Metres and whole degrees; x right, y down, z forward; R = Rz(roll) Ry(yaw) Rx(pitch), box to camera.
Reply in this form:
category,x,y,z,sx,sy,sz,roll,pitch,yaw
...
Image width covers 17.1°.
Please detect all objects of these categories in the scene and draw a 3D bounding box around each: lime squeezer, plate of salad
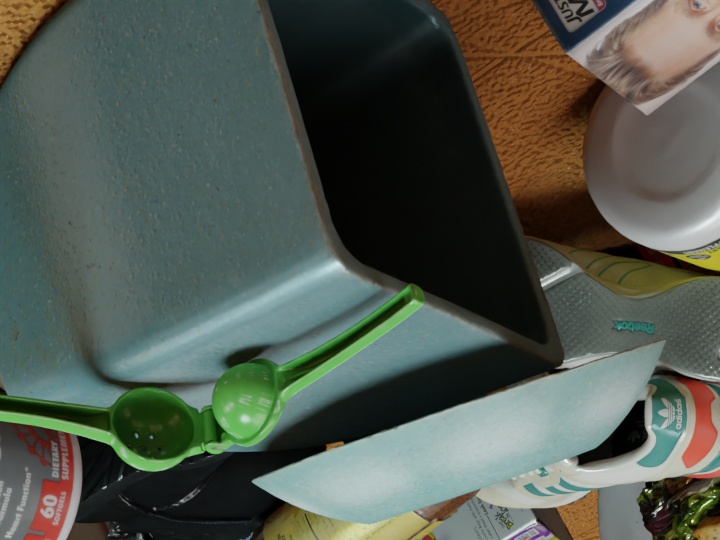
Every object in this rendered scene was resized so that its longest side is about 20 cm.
category,x,y,z,sx,sy,sz,roll,pitch,yaw
lime squeezer,-0.066,0.046,0.960,0.200,0.038,0.071,-12,127,8
plate of salad,0.196,0.111,1.381,0.048,0.200,0.200,17,130,-31

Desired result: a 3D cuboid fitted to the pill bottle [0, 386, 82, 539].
category,x,y,z,sx,sy,sz,roll,pitch,yaw
pill bottle,-0.239,0.093,1.160,0.116,0.116,0.200,-40,149,21

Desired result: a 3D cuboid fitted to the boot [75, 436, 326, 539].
category,x,y,z,sx,sy,sz,roll,pitch,yaw
boot,-0.078,0.099,1.336,0.198,0.073,0.162,-30,153,27

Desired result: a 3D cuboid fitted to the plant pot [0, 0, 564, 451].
category,x,y,z,sx,sy,sz,roll,pitch,yaw
plant pot,-0.061,-0.019,1.069,0.200,0.196,0.196,-29,152,23

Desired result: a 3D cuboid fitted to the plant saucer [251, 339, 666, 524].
category,x,y,z,sx,sy,sz,roll,pitch,yaw
plant saucer,0.050,0.081,1.096,0.201,0.039,0.201,-18,175,-2

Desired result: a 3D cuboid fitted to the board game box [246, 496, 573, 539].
category,x,y,z,sx,sy,sz,roll,pitch,yaw
board game box,0.022,0.183,1.534,0.200,0.105,0.103,-32,151,8

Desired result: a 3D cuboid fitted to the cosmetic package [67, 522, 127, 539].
category,x,y,z,sx,sy,sz,roll,pitch,yaw
cosmetic package,-0.203,0.199,1.375,0.200,0.103,0.087,0,141,-42

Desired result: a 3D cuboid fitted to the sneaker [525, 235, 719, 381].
category,x,y,z,sx,sy,sz,roll,pitch,yaw
sneaker,0.142,0.025,1.346,0.080,0.200,0.071,-1,102,-75

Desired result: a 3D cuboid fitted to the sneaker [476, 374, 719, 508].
category,x,y,z,sx,sy,sz,roll,pitch,yaw
sneaker,0.119,0.092,1.361,0.200,0.070,0.093,-13,161,43

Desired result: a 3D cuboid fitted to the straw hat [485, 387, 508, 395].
category,x,y,z,sx,sy,sz,roll,pitch,yaw
straw hat,0.000,0.000,1.237,0.201,0.201,0.085,16,91,-51

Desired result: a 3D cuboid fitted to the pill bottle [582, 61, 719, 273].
category,x,y,z,sx,sy,sz,roll,pitch,yaw
pill bottle,0.219,-0.050,1.321,0.112,0.113,0.200,-42,148,24

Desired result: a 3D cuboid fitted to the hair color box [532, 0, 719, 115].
category,x,y,z,sx,sy,sz,roll,pitch,yaw
hair color box,0.185,-0.169,1.161,0.200,0.061,0.100,-37,149,17

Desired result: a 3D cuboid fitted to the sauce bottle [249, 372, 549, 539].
category,x,y,z,sx,sy,sz,roll,pitch,yaw
sauce bottle,0.026,0.117,1.339,0.200,0.066,0.066,-38,149,20

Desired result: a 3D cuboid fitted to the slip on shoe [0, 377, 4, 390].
category,x,y,z,sx,sy,sz,roll,pitch,yaw
slip on shoe,-0.154,0.041,1.178,0.076,0.061,0.200,-19,155,34

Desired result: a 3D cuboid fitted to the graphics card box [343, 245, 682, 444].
category,x,y,z,sx,sy,sz,roll,pitch,yaw
graphics card box,0.092,0.053,1.443,0.200,0.051,0.126,-10,146,-28
